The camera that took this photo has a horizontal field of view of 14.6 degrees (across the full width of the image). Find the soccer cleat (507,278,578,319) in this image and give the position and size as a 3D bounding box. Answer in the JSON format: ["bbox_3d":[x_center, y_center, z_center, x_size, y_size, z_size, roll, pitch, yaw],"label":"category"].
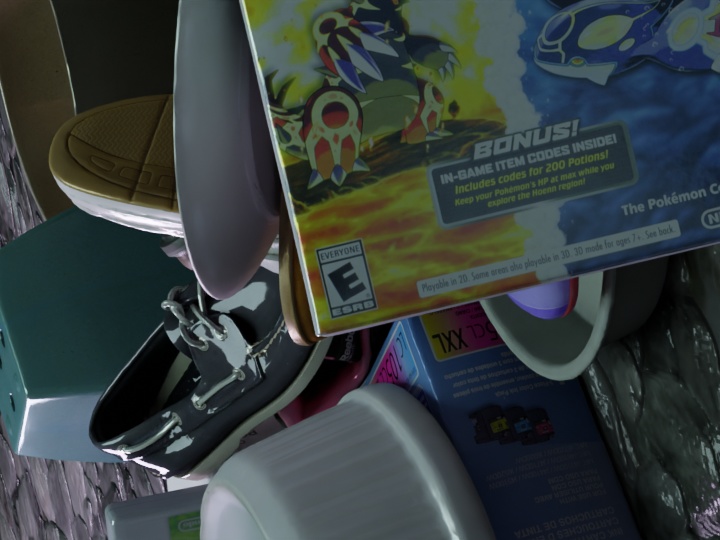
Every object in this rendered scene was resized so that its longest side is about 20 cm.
[{"bbox_3d":[0.033,-0.061,1.187,0.067,0.076,0.200,109,144,-59],"label":"soccer cleat"}]

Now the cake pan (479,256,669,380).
[{"bbox_3d":[0.081,-0.053,1.235,0.200,0.037,0.201,167,90,-72],"label":"cake pan"}]

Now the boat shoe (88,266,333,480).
[{"bbox_3d":[-0.070,0.037,1.364,0.200,0.063,0.073,-51,39,43],"label":"boat shoe"}]

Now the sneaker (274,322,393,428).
[{"bbox_3d":[0.000,0.000,1.373,0.095,0.079,0.200,-85,14,-53],"label":"sneaker"}]

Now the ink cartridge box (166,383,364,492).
[{"bbox_3d":[-0.020,0.160,1.516,0.083,0.146,0.200,-140,41,-58],"label":"ink cartridge box"}]

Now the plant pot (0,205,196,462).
[{"bbox_3d":[-0.114,0.027,1.623,0.141,0.200,0.142,113,141,-62],"label":"plant pot"}]

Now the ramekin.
[{"bbox_3d":[-0.005,0.160,1.311,0.202,0.094,0.203,166,90,-71],"label":"ramekin"}]

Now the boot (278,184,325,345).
[{"bbox_3d":[0.049,-0.057,1.115,0.071,0.144,0.202,-30,-49,-77],"label":"boot"}]

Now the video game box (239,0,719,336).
[{"bbox_3d":[0.060,-0.086,1.008,0.047,0.200,0.183,69,-173,-88],"label":"video game box"}]

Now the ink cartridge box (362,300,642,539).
[{"bbox_3d":[0.071,0.123,1.334,0.137,0.076,0.200,112,140,-61],"label":"ink cartridge box"}]

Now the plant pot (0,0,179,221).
[{"bbox_3d":[-0.132,-0.128,1.677,0.200,0.134,0.201,168,90,-73],"label":"plant pot"}]

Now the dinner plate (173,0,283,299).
[{"bbox_3d":[-0.038,-0.088,1.108,0.200,0.024,0.201,3,-90,-79],"label":"dinner plate"}]

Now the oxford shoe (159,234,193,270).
[{"bbox_3d":[-0.039,-0.020,1.480,0.085,0.073,0.200,57,-157,5],"label":"oxford shoe"}]

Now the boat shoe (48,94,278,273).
[{"bbox_3d":[-0.038,-0.028,1.249,0.069,0.200,0.071,92,-175,-52],"label":"boat shoe"}]

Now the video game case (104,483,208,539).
[{"bbox_3d":[-0.024,0.185,1.457,0.022,0.200,0.182,-126,29,-62],"label":"video game case"}]
